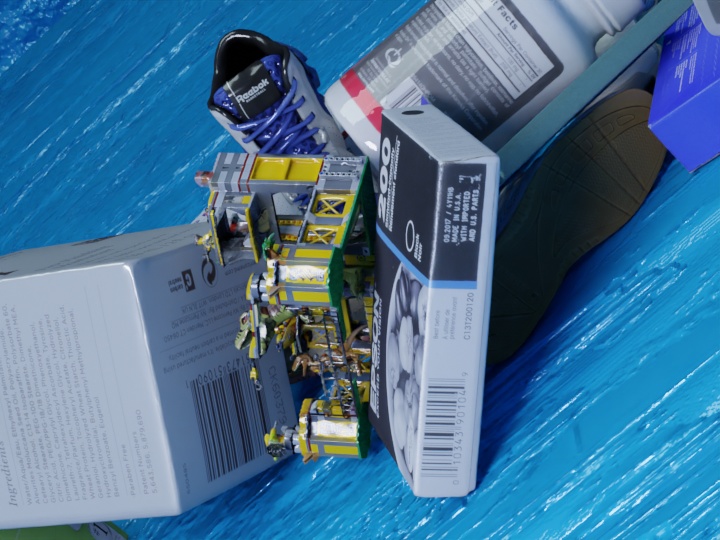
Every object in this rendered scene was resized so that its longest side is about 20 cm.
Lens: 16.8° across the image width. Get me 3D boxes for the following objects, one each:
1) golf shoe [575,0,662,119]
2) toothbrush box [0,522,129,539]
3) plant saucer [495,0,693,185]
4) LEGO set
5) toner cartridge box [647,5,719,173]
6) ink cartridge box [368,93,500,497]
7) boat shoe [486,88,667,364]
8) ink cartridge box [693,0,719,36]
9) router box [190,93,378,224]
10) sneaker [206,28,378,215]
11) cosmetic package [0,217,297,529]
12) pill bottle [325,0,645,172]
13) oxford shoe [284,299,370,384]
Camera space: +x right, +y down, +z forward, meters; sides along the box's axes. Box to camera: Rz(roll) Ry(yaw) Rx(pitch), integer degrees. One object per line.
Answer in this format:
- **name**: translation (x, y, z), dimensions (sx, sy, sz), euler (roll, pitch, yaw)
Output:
- **golf shoe**: translation (0.156, -0.169, 1.669), dimensions (0.078, 0.097, 0.200), euler (-35, 22, 24)
- **toothbrush box**: translation (-0.271, 0.189, 1.674), dimensions (0.086, 0.200, 0.146), euler (-41, 18, 26)
- **plant saucer**: translation (0.130, -0.103, 1.496), dimensions (0.200, 0.019, 0.070), euler (-42, -2, -30)
- **LEGO set**: translation (-0.052, 0.020, 1.515), dimensions (0.115, 0.201, 0.154), euler (2, 51, 13)
- **toner cartridge box**: translation (0.237, -0.150, 1.528), dimensions (0.095, 0.043, 0.200), euler (-33, 22, 31)
- **ink cartridge box**: translation (0.035, 0.008, 1.449), dimensions (0.200, 0.043, 0.200), euler (-126, 38, -73)
- **boat shoe**: translation (0.111, -0.033, 1.510), dimensions (0.200, 0.071, 0.069), euler (-49, 20, -8)
- **ink cartridge box**: translation (0.311, -0.212, 1.436), dimensions (0.162, 0.057, 0.200), euler (5, 40, 47)
- **router box**: translation (-0.051, -0.049, 1.759), dimensions (0.200, 0.049, 0.179), euler (-44, 14, -9)
- **sneaker**: translation (-0.049, -0.082, 1.610), dimensions (0.080, 0.200, 0.115), euler (-33, -22, 9)
- **cosmetic package**: translation (-0.173, 0.068, 1.607), dimensions (0.199, 0.166, 0.165), euler (-7, 8, 28)
- **pill bottle**: translation (0.084, -0.136, 1.578), dimensions (0.200, 0.111, 0.111), euler (-40, 18, 5)
- **oxford shoe**: translation (0.000, 0.000, 1.684), dimensions (0.200, 0.075, 0.071), euler (-41, 18, 16)
